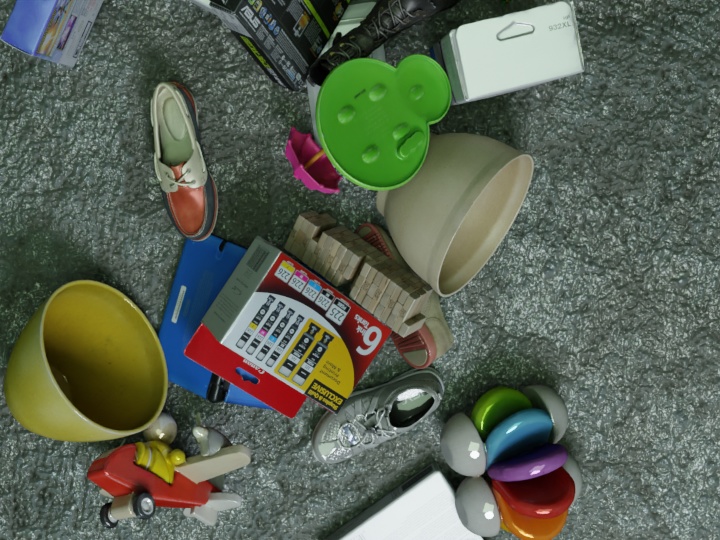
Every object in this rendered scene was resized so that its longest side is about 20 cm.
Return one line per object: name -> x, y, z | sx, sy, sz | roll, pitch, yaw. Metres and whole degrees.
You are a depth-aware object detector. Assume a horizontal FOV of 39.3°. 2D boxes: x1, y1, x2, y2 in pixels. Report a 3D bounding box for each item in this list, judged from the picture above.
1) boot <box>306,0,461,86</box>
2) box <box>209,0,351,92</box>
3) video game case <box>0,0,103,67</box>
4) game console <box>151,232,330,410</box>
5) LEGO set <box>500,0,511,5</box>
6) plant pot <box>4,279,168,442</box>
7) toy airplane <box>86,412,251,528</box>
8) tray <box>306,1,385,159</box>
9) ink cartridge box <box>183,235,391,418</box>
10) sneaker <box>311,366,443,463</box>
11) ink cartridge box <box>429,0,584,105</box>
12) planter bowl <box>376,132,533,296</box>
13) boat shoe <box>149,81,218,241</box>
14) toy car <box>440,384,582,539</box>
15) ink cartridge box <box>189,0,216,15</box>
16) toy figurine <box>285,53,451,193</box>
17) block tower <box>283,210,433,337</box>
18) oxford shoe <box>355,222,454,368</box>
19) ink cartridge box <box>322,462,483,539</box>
boot -> 0.025, -0.284, 1.189 | 0.174, 0.200, 0.069 | -44, 100, -20
box -> -0.075, -0.338, 1.181 | 0.047, 0.200, 0.195 | 25, 84, 23
video game case -> -0.339, -0.346, 1.189 | 0.045, 0.181, 0.202 | 25, 96, -5
game console -> -0.159, 0.067, 1.333 | 0.169, 0.118, 0.203 | 21, 97, 26
LEGO set -> 0.125, -0.424, 1.255 | 0.152, 0.115, 0.203 | -19, 103, -30
plant pot -> -0.361, 0.134, 1.262 | 0.141, 0.200, 0.201 | -29, 99, 28
toy airplane -> -0.242, 0.253, 1.289 | 0.197, 0.200, 0.143 | -4, 69, -11
tray -> -0.015, -0.238, 1.298 | 0.106, 0.022, 0.203 | -8, 98, -2
ink cartridge box -> -0.091, 0.088, 1.261 | 0.199, 0.084, 0.177 | 35, 88, -31
sneaker -> 0.020, 0.191, 1.325 | 0.199, 0.082, 0.075 | -33, 98, 2
ink cartridge box -> 0.170, -0.256, 1.213 | 0.143, 0.200, 0.085 | -14, 98, -1
planter bowl -> 0.104, -0.089, 1.252 | 0.134, 0.200, 0.202 | 35, 95, 21
boat shoe -> -0.226, -0.137, 1.272 | 0.070, 0.063, 0.203 | -7, 93, 5
toy car -> 0.209, 0.252, 1.294 | 0.173, 0.150, 0.203 | -16, 98, -16
ink cartridge box -> -0.135, -0.408, 1.239 | 0.145, 0.083, 0.202 | 26, 96, -5
toy figurine -> -0.011, -0.167, 1.216 | 0.200, 0.183, 0.151 | -40, 102, -28
block tower -> 0.000, 0.000, 1.270 | 0.199, 0.054, 0.058 | 37, 117, 19
oxford shoe -> 0.056, 0.026, 1.324 | 0.074, 0.070, 0.202 | -23, 88, -42
ink cartridge box -> 0.072, 0.390, 1.373 | 0.199, 0.044, 0.175 | -35, 98, 2
